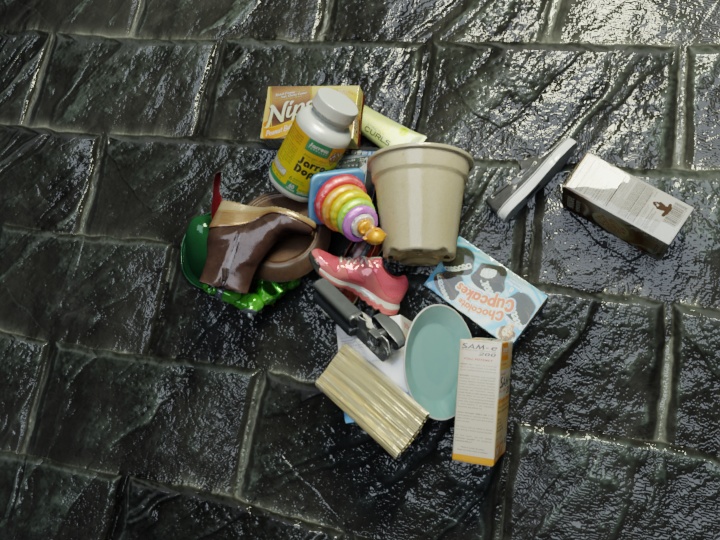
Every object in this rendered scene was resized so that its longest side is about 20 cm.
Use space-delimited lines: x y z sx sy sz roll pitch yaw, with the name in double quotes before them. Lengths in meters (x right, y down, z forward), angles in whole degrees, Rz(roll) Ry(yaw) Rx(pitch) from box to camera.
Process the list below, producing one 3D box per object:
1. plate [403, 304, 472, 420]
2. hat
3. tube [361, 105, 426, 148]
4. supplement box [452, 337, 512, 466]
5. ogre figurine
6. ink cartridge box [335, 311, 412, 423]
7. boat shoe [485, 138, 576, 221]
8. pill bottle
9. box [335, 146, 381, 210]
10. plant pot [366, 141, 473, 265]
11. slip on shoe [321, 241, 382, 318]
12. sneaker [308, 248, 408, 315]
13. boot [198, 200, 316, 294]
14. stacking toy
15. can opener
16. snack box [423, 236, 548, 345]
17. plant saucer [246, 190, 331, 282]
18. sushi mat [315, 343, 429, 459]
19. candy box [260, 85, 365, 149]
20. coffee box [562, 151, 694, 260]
"plate" 0.135 0.160 1.162 0.026 0.200 0.201 -8 72 46
"hat" -0.330 -0.076 1.342 0.165 0.176 0.201 3 77 16
"tube" 0.036 -0.294 1.363 0.200 0.052 0.058 36 126 18
"supplement box" 0.211 0.217 1.130 0.073 0.126 0.201 3 88 21
"ogre figurine" -0.202 0.015 1.320 0.120 0.200 0.098 51 134 9
"ink cartridge box" 0.038 0.170 1.204 0.125 0.129 0.201 -10 75 15
"boat shoe" 0.318 -0.182 1.250 0.200 0.070 0.066 -47 71 9
"pill bottle" -0.086 -0.237 1.250 0.113 0.113 0.200 49 125 20
"box" -0.057 -0.176 1.359 0.199 0.050 0.159 8 79 17
"plant pot" 0.109 -0.111 1.217 0.199 0.200 0.185 -2 77 15
"slip on shoe" -0.020 0.001 1.300 0.074 0.061 0.201 31 88 18
"sneaker" 0.000 0.000 1.231 0.200 0.074 0.087 30 105 -8
"boot" -0.191 -0.036 1.234 0.199 0.072 0.167 9 80 6
"stacking toy" -0.008 -0.096 1.195 0.116 0.110 0.200 -12 35 -24
"can opener" -0.003 0.080 1.154 0.067 0.054 0.200 -24 49 -30
"snack box" 0.231 0.040 1.231 0.200 0.037 0.116 36 89 20
"plant saucer" -0.157 -0.076 1.291 0.199 0.035 0.201 -1 67 3
"sushi mat" 0.016 0.217 1.117 0.200 0.012 0.096 37 94 27
"candy box" -0.097 -0.311 1.346 0.199 0.055 0.116 4 77 16
"coffee box" 0.462 -0.112 1.164 0.200 0.114 0.080 34 88 21
